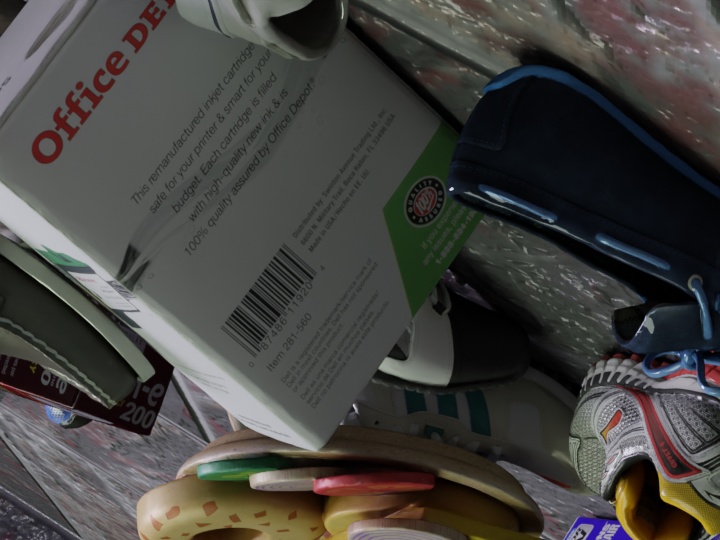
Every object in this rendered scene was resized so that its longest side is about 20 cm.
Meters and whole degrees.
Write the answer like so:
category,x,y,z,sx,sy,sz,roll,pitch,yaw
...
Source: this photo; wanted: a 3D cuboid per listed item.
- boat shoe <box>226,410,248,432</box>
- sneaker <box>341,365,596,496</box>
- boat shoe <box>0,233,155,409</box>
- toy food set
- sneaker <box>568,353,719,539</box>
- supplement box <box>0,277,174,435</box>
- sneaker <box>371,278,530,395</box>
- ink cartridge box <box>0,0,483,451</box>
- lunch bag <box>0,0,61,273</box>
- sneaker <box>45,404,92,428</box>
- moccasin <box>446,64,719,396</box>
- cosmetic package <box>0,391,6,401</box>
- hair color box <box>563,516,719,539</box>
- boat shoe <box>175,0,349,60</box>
category,x,y,z,sx,sy,sz,roll,pitch,yaw
boat shoe,0.003,0.082,1.384,0.065,0.072,0.200,-29,150,28
sneaker,0.034,0.076,1.307,0.199,0.093,0.070,34,156,8
boat shoe,-0.182,0.003,1.084,0.201,0.060,0.072,35,165,3
toy food set,-0.003,0.126,1.295,0.200,0.049,0.198,19,156,-26
sneaker,0.134,0.086,1.159,0.078,0.082,0.200,36,166,-4
supplement box,-0.198,0.019,1.226,0.199,0.061,0.109,17,174,18
sneaker,0.000,0.000,1.210,0.199,0.089,0.074,15,-162,-19
ink cartridge box,-0.060,-0.044,1.046,0.200,0.146,0.084,42,165,-25
lunch bag,-0.188,-0.076,1.171,0.164,0.118,0.200,17,171,22
sneaker,-0.177,-0.012,1.322,0.079,0.089,0.201,39,-144,-75
moccasin,0.116,0.004,0.961,0.200,0.068,0.080,35,166,-4
cosmetic package,-0.288,-0.020,1.585,0.200,0.168,0.166,39,165,-15
hair color box,0.191,0.197,1.427,0.109,0.065,0.200,38,163,-16
boat shoe,-0.033,-0.122,0.892,0.066,0.072,0.200,27,165,7
